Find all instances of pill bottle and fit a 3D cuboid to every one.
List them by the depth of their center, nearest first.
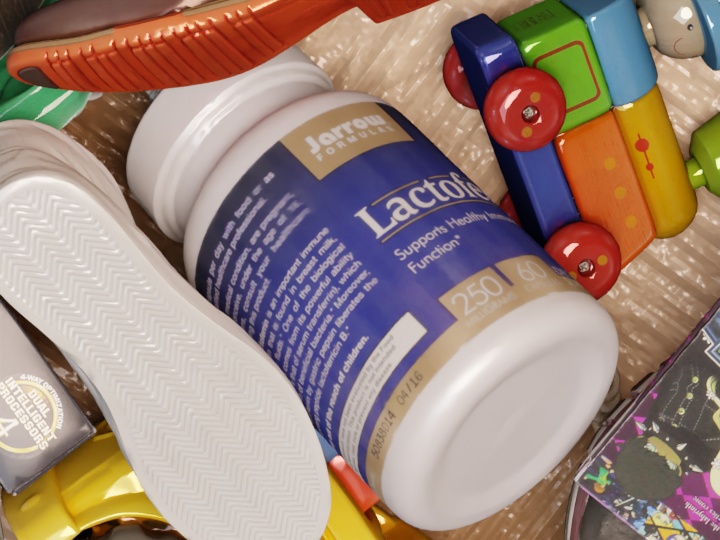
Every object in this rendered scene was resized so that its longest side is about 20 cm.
[{"bbox_3d":[0.000,0.000,1.196,0.200,0.116,0.116,45,110,29],"label":"pill bottle"}]

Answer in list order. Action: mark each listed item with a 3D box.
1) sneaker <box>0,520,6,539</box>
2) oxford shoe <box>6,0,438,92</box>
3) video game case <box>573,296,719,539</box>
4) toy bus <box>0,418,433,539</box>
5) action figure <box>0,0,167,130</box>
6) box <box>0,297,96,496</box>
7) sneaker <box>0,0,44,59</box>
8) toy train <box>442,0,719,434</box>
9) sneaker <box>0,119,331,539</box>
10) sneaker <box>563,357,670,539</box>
[{"bbox_3d":[-0.166,0.126,1.219,0.072,0.072,0.200,-44,62,28],"label":"sneaker"},{"bbox_3d":[-0.047,-0.122,1.164,0.199,0.071,0.073,-17,78,4],"label":"oxford shoe"},{"bbox_3d":[0.211,0.074,1.124,0.200,0.036,0.182,38,115,3],"label":"video game case"},{"bbox_3d":[-0.029,0.122,1.280,0.192,0.136,0.200,-38,102,0],"label":"toy bus"},{"bbox_3d":[-0.098,-0.104,1.234,0.200,0.118,0.055,-39,126,7],"label":"action figure"},{"bbox_3d":[-0.183,0.005,1.215,0.049,0.200,0.161,-38,100,-8],"label":"box"},{"bbox_3d":[-0.132,-0.179,1.223,0.200,0.085,0.073,-48,134,-2],"label":"sneaker"},{"bbox_3d":[0.120,-0.027,1.239,0.115,0.085,0.201,-24,111,-4],"label":"toy train"},{"bbox_3d":[-0.084,0.023,1.181,0.074,0.116,0.200,-34,113,2],"label":"sneaker"},{"bbox_3d":[0.160,0.054,1.192,0.076,0.115,0.200,37,76,-8],"label":"sneaker"}]
